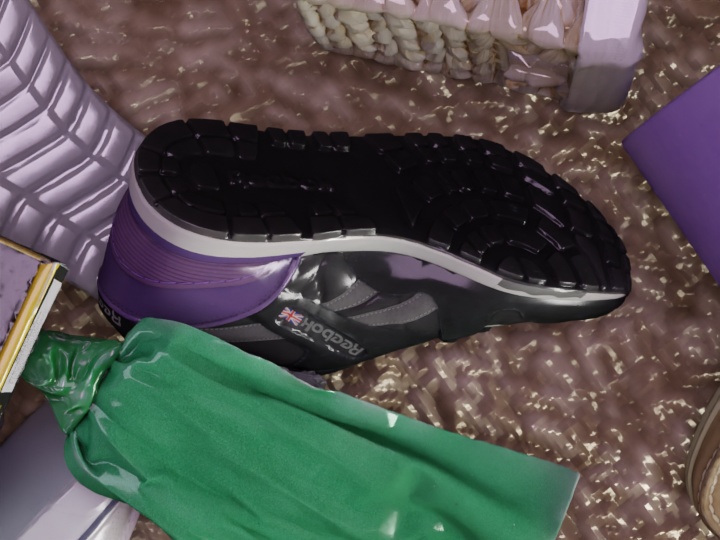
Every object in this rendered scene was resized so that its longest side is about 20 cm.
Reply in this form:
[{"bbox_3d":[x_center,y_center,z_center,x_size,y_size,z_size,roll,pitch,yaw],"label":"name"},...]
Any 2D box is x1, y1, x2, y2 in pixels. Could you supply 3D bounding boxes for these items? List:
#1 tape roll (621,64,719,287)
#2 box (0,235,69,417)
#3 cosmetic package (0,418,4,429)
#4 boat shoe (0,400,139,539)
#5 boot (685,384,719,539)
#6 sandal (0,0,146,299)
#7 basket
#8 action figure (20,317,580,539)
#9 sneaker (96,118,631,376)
[{"bbox_3d":[0.194,-0.067,0.738,0.200,0.200,0.085,-35,87,-2],"label":"tape roll"},{"bbox_3d":[-0.217,0.029,0.689,0.199,0.049,0.160,25,88,1],"label":"box"},{"bbox_3d":[-0.268,0.083,0.768,0.200,0.123,0.200,34,87,3],"label":"cosmetic package"},{"bbox_3d":[-0.123,0.126,0.799,0.070,0.071,0.200,43,74,-31],"label":"boat shoe"},{"bbox_3d":[0.193,0.059,0.731,0.072,0.155,0.200,40,114,-18],"label":"boot"},{"bbox_3d":[-0.132,-0.050,0.813,0.203,0.050,0.082,44,84,-12],"label":"sandal"},{"bbox_3d":[0.051,-0.168,0.779,0.123,0.136,0.201,9,87,5],"label":"basket"},{"bbox_3d":[-0.034,0.072,0.769,0.200,0.055,0.118,31,97,-22],"label":"action figure"},{"bbox_3d":[0.000,0.000,0.804,0.199,0.088,0.076,8,43,-21],"label":"sneaker"}]
